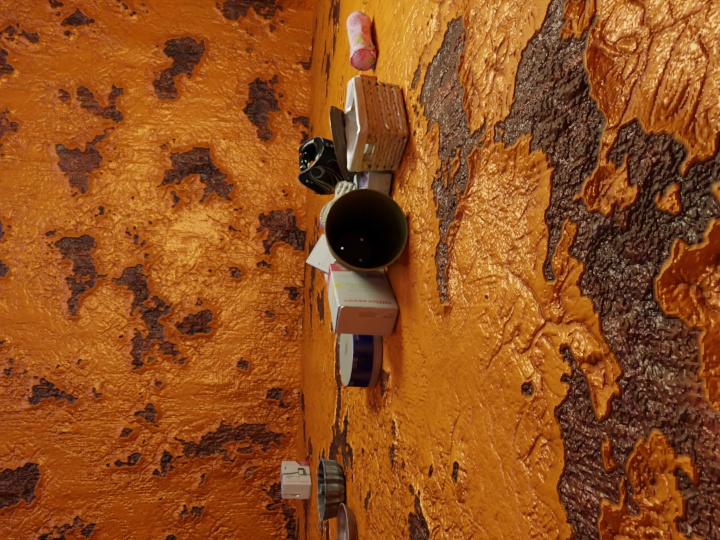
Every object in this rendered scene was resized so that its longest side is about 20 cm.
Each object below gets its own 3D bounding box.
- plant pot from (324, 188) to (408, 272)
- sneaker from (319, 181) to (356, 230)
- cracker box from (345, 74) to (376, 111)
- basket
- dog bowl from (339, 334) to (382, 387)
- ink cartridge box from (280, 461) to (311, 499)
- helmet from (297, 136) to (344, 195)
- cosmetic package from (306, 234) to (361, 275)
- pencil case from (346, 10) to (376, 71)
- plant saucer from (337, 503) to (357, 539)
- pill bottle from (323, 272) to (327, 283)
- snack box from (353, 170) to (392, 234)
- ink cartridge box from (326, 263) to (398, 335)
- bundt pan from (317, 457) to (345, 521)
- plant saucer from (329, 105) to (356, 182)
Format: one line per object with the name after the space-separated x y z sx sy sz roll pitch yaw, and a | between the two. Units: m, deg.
-0.001 -0.070 1.221 0.200 0.187 0.187 126 145 -75 | plant pot
-0.049 -0.145 1.351 0.200 0.069 0.100 -66 -19 -47 | sneaker
-0.003 -0.534 1.626 0.200 0.058 0.134 -130 45 -72 | cracker box
0.035 -0.347 1.241 0.136 0.123 0.200 109 161 -55 | basket
-0.003 0.216 1.404 0.200 0.079 0.200 -177 90 -79 | dog bowl
-0.330 1.066 2.631 0.200 0.145 0.084 -129 46 -73 | ink cartridge box
-0.125 -0.368 1.853 0.200 0.191 0.200 -22 54 34 | helmet
-0.073 -0.034 1.439 0.102 0.074 0.200 -60 26 -5 | cosmetic package
0.003 -0.703 1.582 0.087 0.087 0.200 110 158 -55 | pencil case
-0.040 0.813 1.563 0.200 0.034 0.201 -178 90 -78 | plant saucer
-0.060 -0.005 1.642 0.200 0.116 0.116 -109 24 -60 | pill bottle
0.025 -0.204 1.392 0.200 0.068 0.169 -108 23 -64 | snack box
-0.001 0.068 1.264 0.200 0.145 0.084 -106 22 -59 | ink cartridge box
-0.099 0.743 1.757 0.202 0.076 0.202 -178 90 -78 | bundt pan
-0.042 -0.333 1.353 0.200 0.029 0.200 -10 -90 -80 | plant saucer
